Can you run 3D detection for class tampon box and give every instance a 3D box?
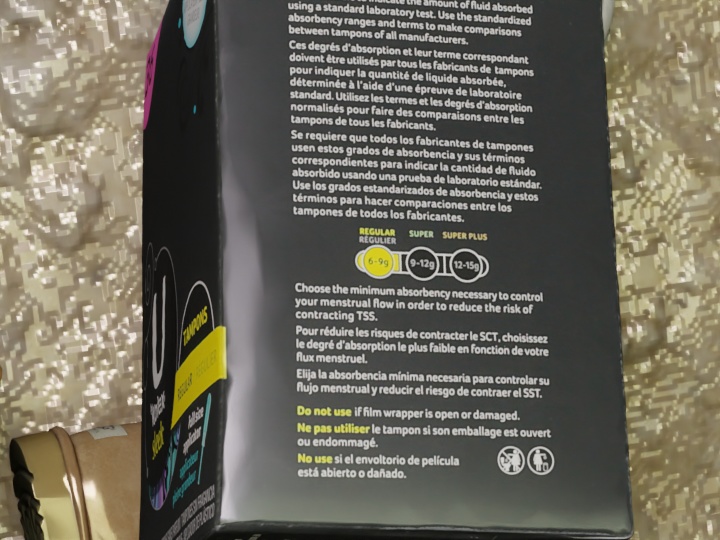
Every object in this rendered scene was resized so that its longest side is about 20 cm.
[{"bbox_3d":[0.000,0.000,0.848,0.125,0.150,0.201,3,72,-13],"label":"tampon box"}]

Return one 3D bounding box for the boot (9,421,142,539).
[{"bbox_3d":[-0.010,0.116,0.930,0.199,0.066,0.176,-10,97,-15],"label":"boot"}]

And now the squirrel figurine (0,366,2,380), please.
[{"bbox_3d":[-0.205,0.060,0.811,0.199,0.187,0.143,9,92,-15],"label":"squirrel figurine"}]

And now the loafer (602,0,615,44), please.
[{"bbox_3d":[0.051,-0.167,0.922,0.070,0.070,0.201,-19,99,-13],"label":"loafer"}]
